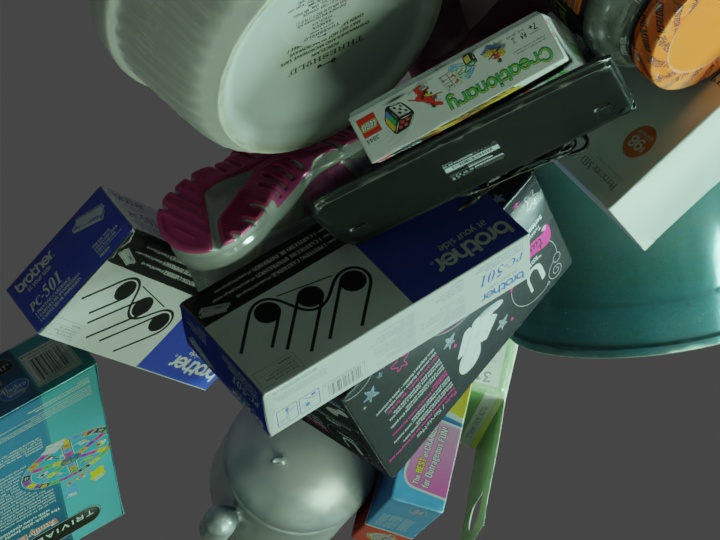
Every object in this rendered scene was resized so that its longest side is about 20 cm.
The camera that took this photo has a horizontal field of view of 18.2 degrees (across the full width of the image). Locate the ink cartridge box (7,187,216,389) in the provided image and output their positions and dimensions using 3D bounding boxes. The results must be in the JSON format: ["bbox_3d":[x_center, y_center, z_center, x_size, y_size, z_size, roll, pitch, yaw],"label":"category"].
[{"bbox_3d":[-0.136,0.015,1.489,0.094,0.044,0.200,-46,151,10],"label":"ink cartridge box"}]

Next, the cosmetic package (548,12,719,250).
[{"bbox_3d":[0.180,-0.120,1.447,0.151,0.200,0.052,-45,126,4],"label":"cosmetic package"}]

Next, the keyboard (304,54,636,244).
[{"bbox_3d":[0.064,-0.077,1.343,0.200,0.040,0.104,-25,156,9],"label":"keyboard"}]

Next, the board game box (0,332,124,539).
[{"bbox_3d":[-0.246,0.139,1.541,0.151,0.047,0.200,-29,149,-19],"label":"board game box"}]

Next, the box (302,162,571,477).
[{"bbox_3d":[0.022,0.012,1.499,0.200,0.132,0.115,-49,144,-16],"label":"box"}]

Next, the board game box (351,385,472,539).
[{"bbox_3d":[0.048,0.095,1.663,0.153,0.040,0.200,122,-17,-69],"label":"board game box"}]

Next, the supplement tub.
[{"bbox_3d":[0.152,-0.209,1.375,0.122,0.200,0.123,-30,150,-19],"label":"supplement tub"}]

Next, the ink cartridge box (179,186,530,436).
[{"bbox_3d":[-0.002,0.012,1.379,0.200,0.094,0.044,-30,143,-20],"label":"ink cartridge box"}]

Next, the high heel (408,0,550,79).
[{"bbox_3d":[0.118,-0.187,1.501,0.200,0.067,0.096,-23,140,-1],"label":"high heel"}]

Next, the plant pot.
[{"bbox_3d":[0.196,-0.054,1.623,0.200,0.200,0.188,-17,107,-36],"label":"plant pot"}]

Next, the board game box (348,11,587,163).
[{"bbox_3d":[0.069,-0.110,1.363,0.126,0.035,0.200,-28,179,11],"label":"board game box"}]

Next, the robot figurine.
[{"bbox_3d":[-0.051,0.149,1.685,0.170,0.113,0.200,-40,174,-20],"label":"robot figurine"}]

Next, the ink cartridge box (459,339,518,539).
[{"bbox_3d":[0.085,0.114,1.746,0.146,0.048,0.200,106,-1,-69],"label":"ink cartridge box"}]

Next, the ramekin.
[{"bbox_3d":[-0.046,-0.160,1.307,0.200,0.105,0.200,-29,149,-19],"label":"ramekin"}]

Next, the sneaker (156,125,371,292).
[{"bbox_3d":[-0.050,-0.047,1.444,0.200,0.081,0.088,-41,142,-32],"label":"sneaker"}]
